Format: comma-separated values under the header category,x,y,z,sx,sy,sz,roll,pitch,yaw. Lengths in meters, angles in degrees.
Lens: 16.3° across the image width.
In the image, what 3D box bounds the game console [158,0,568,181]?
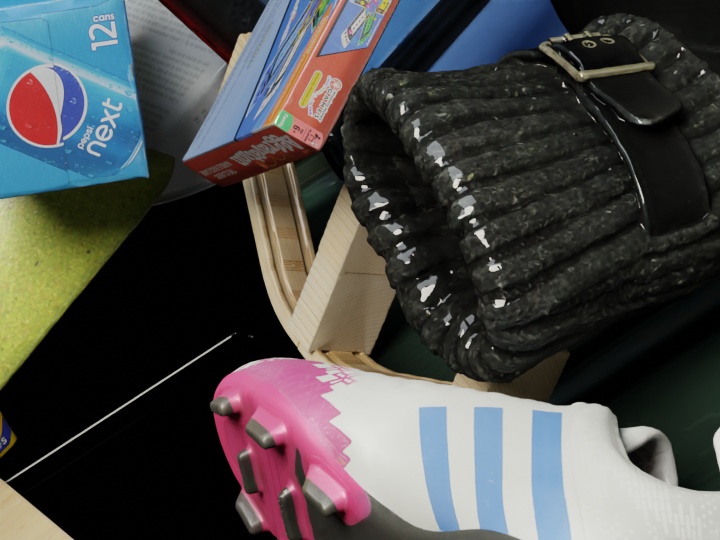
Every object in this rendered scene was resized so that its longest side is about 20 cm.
category,x,y,z,sx,sy,sz,roll,pitch,yaw
game console,0.046,-0.136,0.924,0.172,0.119,0.200,6,47,47

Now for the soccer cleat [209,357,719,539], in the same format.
category,x,y,z,sx,sy,sz,roll,pitch,yaw
soccer cleat,0.034,0.065,0.699,0.086,0.070,0.200,-26,28,-24

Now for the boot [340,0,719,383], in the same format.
category,x,y,z,sx,sy,sz,roll,pitch,yaw
boot,0.062,-0.056,0.771,0.158,0.079,0.211,-18,32,-13

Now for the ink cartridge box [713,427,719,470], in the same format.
category,x,y,z,sx,sy,sz,roll,pitch,yaw
ink cartridge box,0.140,0.043,0.565,0.200,0.067,0.116,-92,27,-57

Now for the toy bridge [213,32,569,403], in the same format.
category,x,y,z,sx,sy,sz,roll,pitch,yaw
toy bridge,0.000,0.000,0.815,0.200,0.027,0.067,52,128,45

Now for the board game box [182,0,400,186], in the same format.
category,x,y,z,sx,sy,sz,roll,pitch,yaw
board game box,0.009,-0.121,0.803,0.200,0.019,0.103,-63,14,-13

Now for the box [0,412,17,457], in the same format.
category,x,y,z,sx,sy,sz,roll,pitch,yaw
box,-0.198,0.085,0.711,0.070,0.064,0.200,27,63,39

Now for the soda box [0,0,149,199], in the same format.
category,x,y,z,sx,sy,sz,roll,pitch,yaw
soda box,-0.116,-0.088,0.915,0.064,0.068,0.200,-9,20,-5

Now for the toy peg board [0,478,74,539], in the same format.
category,x,y,z,sx,sy,sz,roll,pitch,yaw
toy peg board,-0.180,0.144,0.763,0.200,0.098,0.199,-42,47,-17

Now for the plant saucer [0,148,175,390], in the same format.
category,x,y,z,sx,sy,sz,roll,pitch,yaw
plant saucer,-0.191,0.004,0.968,0.200,0.048,0.200,-52,34,-14

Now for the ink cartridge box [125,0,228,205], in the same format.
category,x,y,z,sx,sy,sz,roll,pitch,yaw
ink cartridge box,-0.109,-0.054,1.032,0.200,0.057,0.163,-54,34,-8
